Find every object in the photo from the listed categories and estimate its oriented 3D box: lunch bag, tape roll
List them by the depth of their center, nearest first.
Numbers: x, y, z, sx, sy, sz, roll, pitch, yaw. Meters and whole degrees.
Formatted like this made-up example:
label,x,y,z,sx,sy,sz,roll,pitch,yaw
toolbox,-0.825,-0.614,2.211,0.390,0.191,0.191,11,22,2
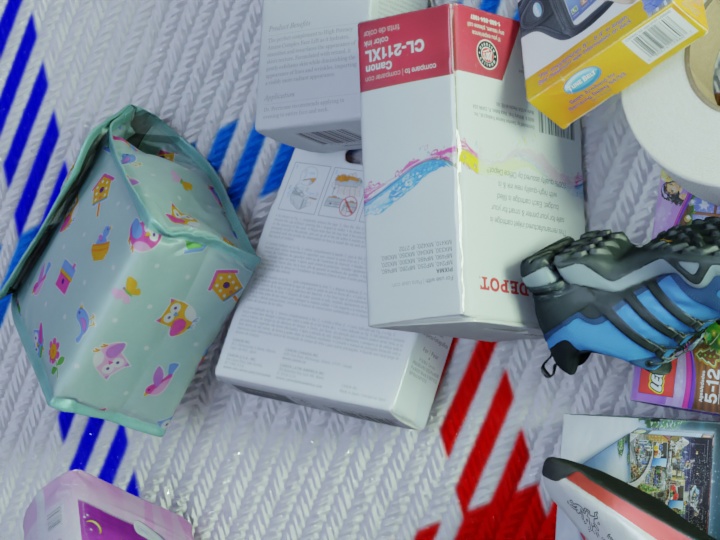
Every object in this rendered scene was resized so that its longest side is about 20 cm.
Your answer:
label,x,y,z,sx,sy,sz,roll,pitch,yaw
tape roll,0.253,-0.134,1.565,0.202,0.037,0.204,-16,58,28
lunch bag,-0.176,-0.009,1.857,0.171,0.122,0.200,-58,36,21

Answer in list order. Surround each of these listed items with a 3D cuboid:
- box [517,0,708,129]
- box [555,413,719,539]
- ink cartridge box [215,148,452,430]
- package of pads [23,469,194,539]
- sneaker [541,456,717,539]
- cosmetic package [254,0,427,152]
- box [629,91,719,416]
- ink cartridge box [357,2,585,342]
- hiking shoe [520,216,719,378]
label,x,y,z,sx,sy,sz,roll,pitch,yaw
box,0.153,-0.198,1.634,0.119,0.041,0.201,-34,41,30
box,0.187,0.193,1.613,0.136,0.038,0.201,2,86,36
ink cartridge box,0.000,0.000,1.783,0.160,0.047,0.201,9,74,37
package of pads,-0.168,0.243,1.776,0.076,0.120,0.200,-45,35,25
sneaker,0.171,0.200,1.557,0.201,0.067,0.108,30,98,32
cosmetic package,-0.010,-0.188,1.777,0.101,0.074,0.201,-3,77,37
box,0.246,-0.007,1.591,0.136,0.039,0.201,7,89,38
ink cartridge box,0.073,-0.058,1.659,0.083,0.145,0.201,-7,80,37
hiking shoe,0.196,0.018,1.570,0.199,0.074,0.087,-3,107,36
